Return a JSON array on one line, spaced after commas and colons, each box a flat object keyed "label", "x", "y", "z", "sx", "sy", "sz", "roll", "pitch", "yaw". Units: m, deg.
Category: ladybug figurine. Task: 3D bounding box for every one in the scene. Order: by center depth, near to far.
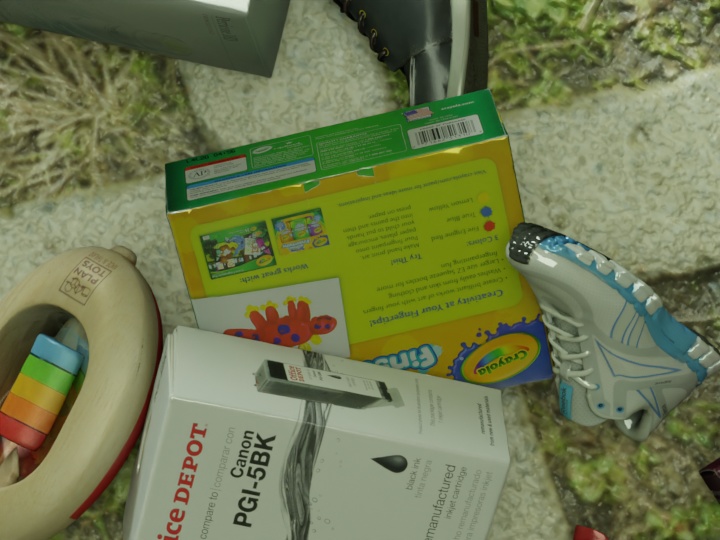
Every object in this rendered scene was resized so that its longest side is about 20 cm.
[{"label": "ladybug figurine", "x": -0.180, "y": 0.079, "z": 1.497, "sx": 0.136, "sy": 0.072, "sz": 0.200, "roll": 28, "pitch": 88, "yaw": 38}]

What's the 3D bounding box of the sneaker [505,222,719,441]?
[{"label": "sneaker", "x": 0.137, "y": 0.044, "z": 1.452, "sx": 0.075, "sy": 0.200, "sz": 0.087, "roll": 32, "pitch": 85, "yaw": 46}]

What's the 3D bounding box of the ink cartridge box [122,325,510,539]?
[{"label": "ink cartridge box", "x": -0.029, "y": 0.129, "z": 1.449, "sx": 0.200, "sy": 0.083, "sz": 0.147, "roll": 11, "pitch": 118, "yaw": -8}]

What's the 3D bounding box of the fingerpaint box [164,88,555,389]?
[{"label": "fingerpaint box", "x": 0.000, "y": 0.000, "z": 1.475, "sx": 0.200, "sy": 0.073, "sz": 0.167, "roll": -14, "pitch": 118, "yaw": 1}]

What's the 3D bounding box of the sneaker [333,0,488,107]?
[{"label": "sneaker", "x": 0.021, "y": -0.145, "z": 1.533, "sx": 0.106, "sy": 0.075, "sz": 0.200, "roll": 1, "pitch": 84, "yaw": 13}]

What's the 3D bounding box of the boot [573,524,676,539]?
[{"label": "boot", "x": 0.112, "y": 0.234, "z": 1.490, "sx": 0.200, "sy": 0.072, "sz": 0.144, "roll": -17, "pitch": 84, "yaw": -8}]

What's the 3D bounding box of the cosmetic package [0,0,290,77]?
[{"label": "cosmetic package", "x": -0.140, "y": -0.204, "z": 1.470, "sx": 0.200, "sy": 0.199, "sz": 0.123, "roll": 11, "pitch": 85, "yaw": 3}]

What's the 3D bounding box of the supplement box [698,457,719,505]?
[{"label": "supplement box", "x": 0.309, "y": 0.167, "z": 1.471, "sx": 0.131, "sy": 0.103, "sz": 0.200, "roll": -33, "pitch": 84, "yaw": 0}]
